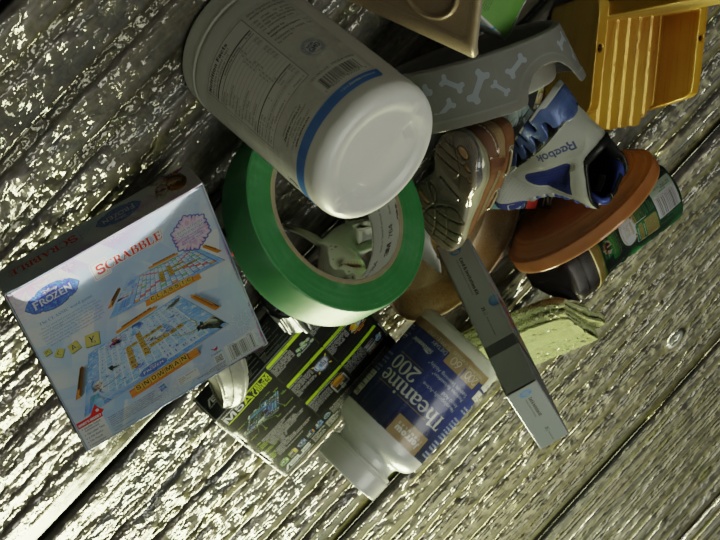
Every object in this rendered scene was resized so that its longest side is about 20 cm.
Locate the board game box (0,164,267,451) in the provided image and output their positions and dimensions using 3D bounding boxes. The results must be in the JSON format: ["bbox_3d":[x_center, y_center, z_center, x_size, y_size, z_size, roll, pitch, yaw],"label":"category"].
[{"bbox_3d":[-0.202,0.036,1.473,0.199,0.041,0.201,-30,130,-14],"label":"board game box"}]

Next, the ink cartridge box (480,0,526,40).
[{"bbox_3d":[0.064,-0.285,1.467,0.200,0.103,0.060,29,89,-56],"label":"ink cartridge box"}]

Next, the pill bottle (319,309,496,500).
[{"bbox_3d":[0.049,0.151,1.803,0.200,0.111,0.111,-48,147,-3],"label":"pill bottle"}]

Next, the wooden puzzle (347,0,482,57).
[{"bbox_3d":[0.035,-0.294,1.365,0.046,0.184,0.201,-44,150,-34],"label":"wooden puzzle"}]

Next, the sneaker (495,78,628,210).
[{"bbox_3d":[0.202,-0.098,1.656,0.081,0.115,0.200,-48,174,-25],"label":"sneaker"}]

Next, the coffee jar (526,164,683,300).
[{"bbox_3d":[0.288,-0.046,1.958,0.199,0.104,0.086,-37,115,-24],"label":"coffee jar"}]

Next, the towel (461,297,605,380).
[{"bbox_3d":[0.188,0.085,1.974,0.198,0.037,0.148,-25,155,21],"label":"towel"}]

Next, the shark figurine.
[{"bbox_3d":[-0.003,-0.008,1.670,0.214,0.127,0.091,-28,132,-59],"label":"shark figurine"}]

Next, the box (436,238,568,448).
[{"bbox_3d":[0.156,0.078,1.788,0.041,0.201,0.156,-28,147,5],"label":"box"}]

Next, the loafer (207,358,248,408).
[{"bbox_3d":[-0.159,0.067,1.598,0.069,0.070,0.201,-31,135,-17],"label":"loafer"}]

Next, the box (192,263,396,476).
[{"bbox_3d":[-0.064,0.111,1.768,0.200,0.047,0.193,-48,145,-3],"label":"box"}]

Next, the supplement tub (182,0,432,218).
[{"bbox_3d":[-0.046,-0.148,1.392,0.131,0.200,0.133,-29,142,-26],"label":"supplement tub"}]

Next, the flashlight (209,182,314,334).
[{"bbox_3d":[-0.092,-0.005,1.594,0.201,0.067,0.068,60,40,-50],"label":"flashlight"}]

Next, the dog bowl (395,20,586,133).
[{"bbox_3d":[0.115,-0.187,1.568,0.199,0.199,0.059,-26,105,-32],"label":"dog bowl"}]

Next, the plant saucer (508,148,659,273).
[{"bbox_3d":[0.249,-0.074,1.857,0.200,0.200,0.032,-43,106,-11],"label":"plant saucer"}]

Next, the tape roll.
[{"bbox_3d":[-0.032,-0.051,1.516,0.199,0.203,0.048,-16,171,-40],"label":"tape roll"}]

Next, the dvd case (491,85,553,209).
[{"bbox_3d":[0.170,-0.138,1.772,0.199,0.022,0.148,-6,112,-56],"label":"dvd case"}]

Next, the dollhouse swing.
[{"bbox_3d":[0.331,-0.229,1.759,0.199,0.175,0.184,-12,111,-44],"label":"dollhouse swing"}]

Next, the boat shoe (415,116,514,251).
[{"bbox_3d":[0.106,-0.083,1.577,0.071,0.076,0.200,-32,168,-22],"label":"boat shoe"}]

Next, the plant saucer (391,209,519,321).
[{"bbox_3d":[0.095,-0.036,1.819,0.199,0.035,0.202,-31,143,-27],"label":"plant saucer"}]
